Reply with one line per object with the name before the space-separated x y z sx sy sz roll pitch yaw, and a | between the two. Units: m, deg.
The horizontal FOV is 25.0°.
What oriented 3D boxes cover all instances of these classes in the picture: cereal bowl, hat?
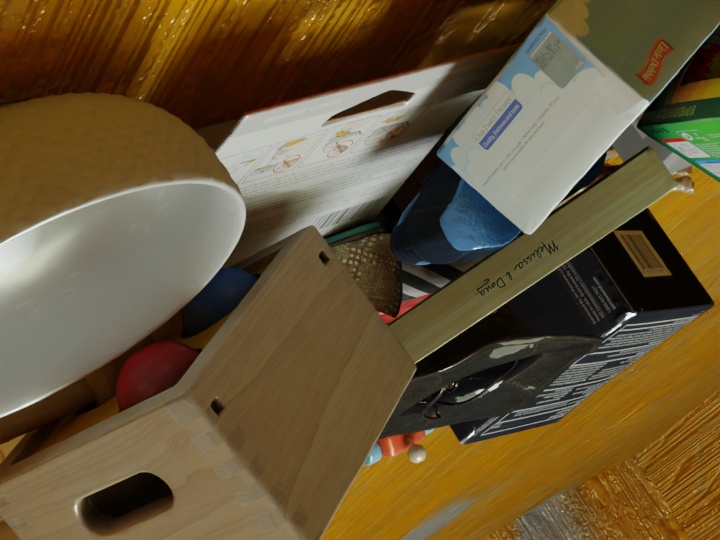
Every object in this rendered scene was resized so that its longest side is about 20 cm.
cereal bowl | -0.154 -0.011 0.698 0.199 0.084 0.200 -30 165 -9
hat | 0.071 0.057 1.185 0.200 0.081 0.201 -20 161 -7

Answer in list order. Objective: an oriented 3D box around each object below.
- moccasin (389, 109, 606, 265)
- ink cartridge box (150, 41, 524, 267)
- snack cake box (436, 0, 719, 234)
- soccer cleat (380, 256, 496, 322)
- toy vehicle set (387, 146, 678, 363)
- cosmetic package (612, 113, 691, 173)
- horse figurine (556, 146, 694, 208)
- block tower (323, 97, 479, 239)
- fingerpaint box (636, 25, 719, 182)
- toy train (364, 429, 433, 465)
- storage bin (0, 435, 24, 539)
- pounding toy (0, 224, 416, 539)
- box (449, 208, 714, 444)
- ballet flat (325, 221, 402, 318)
moccasin | 0.075 -0.061 0.915 0.068 0.081 0.200 -22 -175 36
ink cartridge box | -0.033 -0.065 0.842 0.199 0.045 0.176 -19 160 -41
snack cake box | 0.135 -0.120 0.847 0.200 0.067 0.115 -46 175 -43
soccer cleat | 0.000 0.000 1.075 0.199 0.086 0.069 -10 171 8
toy vehicle set | 0.096 -0.007 0.963 0.200 0.027 0.124 -35 178 11
cosmetic package | 0.261 -0.141 1.115 0.199 0.090 0.107 -24 162 -39
horse figurine | 0.180 -0.066 1.206 0.132 0.050 0.200 -6 177 12
block tower | 0.015 -0.033 1.018 0.199 0.054 0.058 -32 164 0
fingerpaint box | 0.248 -0.135 0.884 0.167 0.073 0.200 -59 -171 -1
toy train | -0.048 0.132 1.303 0.199 0.056 0.150 -23 -154 -27
storage bin | -0.299 0.190 1.012 0.200 0.094 0.198 -37 164 16
pounding toy | -0.113 0.080 0.837 0.199 0.142 0.184 -26 -162 34
box | 0.171 0.043 1.421 0.198 0.124 0.200 -41 161 25
ballet flat | -0.067 0.032 0.955 0.199 0.066 0.071 -19 175 7
